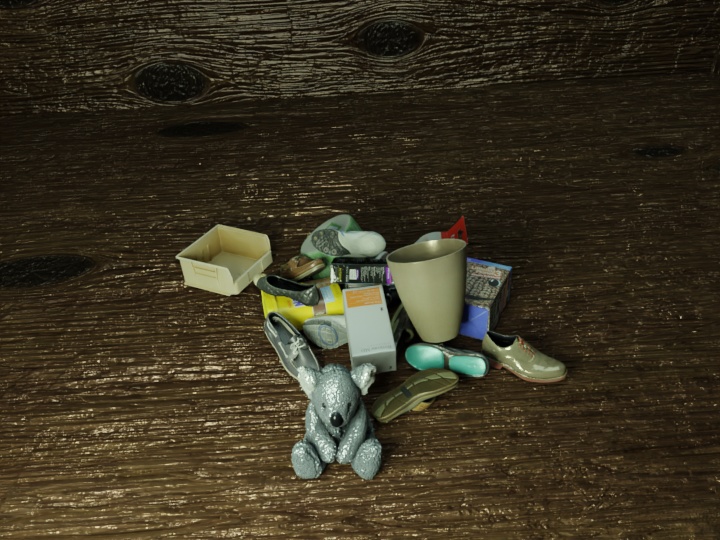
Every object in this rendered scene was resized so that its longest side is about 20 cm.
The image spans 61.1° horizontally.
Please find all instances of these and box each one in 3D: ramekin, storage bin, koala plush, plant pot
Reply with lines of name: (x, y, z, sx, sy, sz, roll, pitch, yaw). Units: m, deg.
ramekin: (-0.073, -0.064, 1.702, 0.197, 0.099, 0.201, -29, 25, 15)
storage bin: (-0.386, -0.032, 1.763, 0.194, 0.096, 0.200, 11, 34, 23)
koala plush: (-0.047, 0.260, 1.162, 0.172, 0.205, 0.185, -2, 31, 3)
plant pot: (0.166, 0.052, 1.390, 0.182, 0.205, 0.188, -12, 13, 3)

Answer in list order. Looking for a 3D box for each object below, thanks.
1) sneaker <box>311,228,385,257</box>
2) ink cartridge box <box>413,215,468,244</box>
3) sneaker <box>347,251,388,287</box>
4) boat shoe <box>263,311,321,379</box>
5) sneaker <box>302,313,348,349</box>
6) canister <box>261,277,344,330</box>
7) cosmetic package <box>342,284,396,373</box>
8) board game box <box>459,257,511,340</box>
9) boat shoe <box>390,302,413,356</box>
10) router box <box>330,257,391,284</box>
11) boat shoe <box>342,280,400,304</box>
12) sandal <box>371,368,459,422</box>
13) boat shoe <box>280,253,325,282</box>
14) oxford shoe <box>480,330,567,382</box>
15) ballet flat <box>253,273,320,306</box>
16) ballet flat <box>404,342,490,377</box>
sneaker: (-0.031, -0.069, 1.586, 0.194, 0.074, 0.072, 5, -2, -5)
ink cartridge box: (0.205, -0.061, 1.682, 0.050, 0.200, 0.164, 36, 28, -17)
sneaker: (-0.007, -0.004, 1.713, 0.097, 0.072, 0.199, 12, 31, 29)
boat shoe: (-0.157, 0.174, 1.395, 0.072, 0.063, 0.200, -31, 62, -24)
sneaker: (-0.044, 0.141, 1.491, 0.194, 0.076, 0.088, 5, 23, -3)
canister: (-0.145, 0.089, 1.557, 0.195, 0.089, 0.149, -10, 31, -14)
cosmetic package: (0.017, 0.131, 1.379, 0.098, 0.072, 0.203, -7, 44, -4)
board game box: (0.278, 0.065, 1.540, 0.156, 0.099, 0.200, 13, 35, 24)
boat shoe: (0.097, 0.148, 1.459, 0.065, 0.073, 0.201, 18, 43, 22)
router box: (0.000, 0.000, 1.511, 0.145, 0.053, 0.200, 1, 5, 0)
boat shoe: (0.052, 0.078, 1.583, 0.194, 0.076, 0.094, -4, 48, -2)
sandal: (0.117, 0.268, 1.284, 0.197, 0.055, 0.080, -28, 30, -9)
boat shoe: (-0.164, -0.007, 1.627, 0.071, 0.070, 0.198, -16, -5, -39)
oxford shoe: (0.361, 0.190, 1.354, 0.195, 0.077, 0.071, 13, 34, 23)
ballet flat: (-0.181, 0.035, 1.505, 0.196, 0.058, 0.066, 16, 33, 24)
ballet flat: (0.198, 0.202, 1.371, 0.195, 0.075, 0.073, 5, 32, 25)
